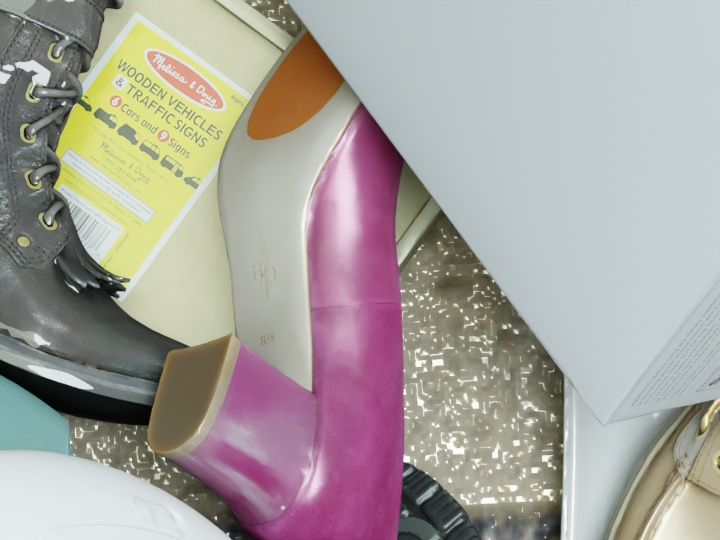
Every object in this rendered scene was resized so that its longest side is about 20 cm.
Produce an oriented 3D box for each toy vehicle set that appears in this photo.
[{"bbox_3d":[-0.077,-0.043,0.879,0.200,0.027,0.124,37,85,3],"label":"toy vehicle set"}]

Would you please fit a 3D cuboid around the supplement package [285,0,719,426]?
[{"bbox_3d":[0.089,-0.083,0.754,0.111,0.156,0.200,-8,52,-42],"label":"supplement package"}]

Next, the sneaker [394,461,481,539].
[{"bbox_3d":[0.042,0.148,0.832,0.076,0.091,0.200,-37,59,3],"label":"sneaker"}]

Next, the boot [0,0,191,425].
[{"bbox_3d":[-0.106,-0.055,0.836,0.199,0.069,0.175,26,77,-5],"label":"boot"}]

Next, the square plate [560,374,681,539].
[{"bbox_3d":[0.167,0.041,0.870,0.199,0.028,0.199,0,84,0],"label":"square plate"}]

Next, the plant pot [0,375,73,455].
[{"bbox_3d":[-0.171,0.106,0.786,0.160,0.201,0.202,1,84,-8],"label":"plant pot"}]

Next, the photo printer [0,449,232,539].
[{"bbox_3d":[-0.079,0.151,0.663,0.069,0.166,0.201,-7,70,28],"label":"photo printer"}]

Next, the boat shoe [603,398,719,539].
[{"bbox_3d":[0.143,0.055,0.819,0.074,0.069,0.200,34,85,4],"label":"boat shoe"}]

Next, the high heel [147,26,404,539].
[{"bbox_3d":[0.000,0.000,0.833,0.096,0.067,0.201,39,51,-33],"label":"high heel"}]
